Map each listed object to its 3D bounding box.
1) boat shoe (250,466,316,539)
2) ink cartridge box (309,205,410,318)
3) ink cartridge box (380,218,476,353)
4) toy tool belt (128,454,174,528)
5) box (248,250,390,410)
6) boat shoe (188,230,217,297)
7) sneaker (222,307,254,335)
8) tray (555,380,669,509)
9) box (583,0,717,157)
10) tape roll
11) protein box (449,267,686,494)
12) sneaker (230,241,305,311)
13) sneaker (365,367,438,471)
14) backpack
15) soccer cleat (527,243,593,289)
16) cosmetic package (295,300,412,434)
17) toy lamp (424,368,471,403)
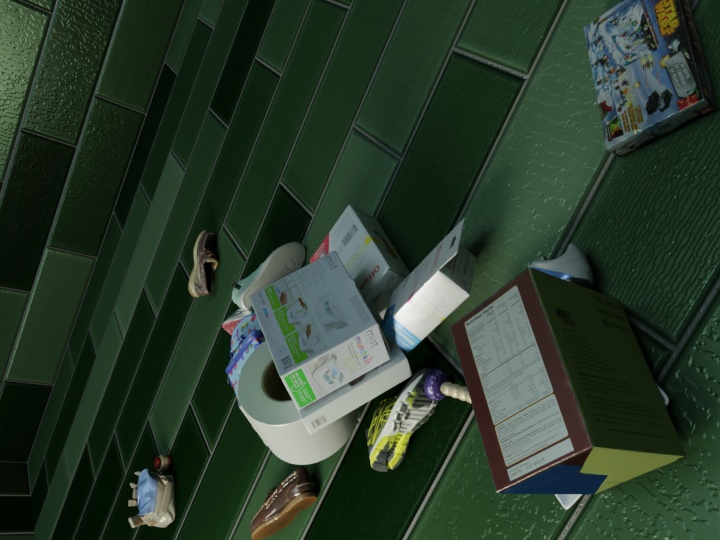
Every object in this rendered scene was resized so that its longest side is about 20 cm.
[{"bbox_3d":[-0.160,0.473,1.337,0.200,0.069,0.071,-44,53,25],"label":"boat shoe"},{"bbox_3d":[0.000,0.000,1.254,0.146,0.082,0.202,-51,42,20],"label":"ink cartridge box"},{"bbox_3d":[0.122,0.025,1.063,0.200,0.067,0.116,-48,10,34],"label":"ink cartridge box"},{"bbox_3d":[-0.579,0.603,1.813,0.125,0.121,0.204,-43,47,35],"label":"toy tool belt"},{"bbox_3d":[-0.071,0.091,1.091,0.173,0.098,0.201,-27,43,-7],"label":"box"},{"bbox_3d":[-0.438,-0.022,1.890,0.070,0.072,0.206,-5,60,20],"label":"boat shoe"},{"bbox_3d":[-0.253,0.102,1.582,0.197,0.080,0.076,-29,39,29],"label":"sneaker"},{"bbox_3d":[0.299,0.198,0.846,0.203,0.022,0.108,-58,39,24],"label":"tray"},{"bbox_3d":[0.380,-0.274,0.879,0.136,0.039,0.206,-26,58,48],"label":"box"},{"bbox_3d":[-0.111,0.230,1.215,0.196,0.141,0.207,-11,46,11],"label":"tape roll"},{"bbox_3d":[0.235,0.136,0.768,0.134,0.195,0.205,-40,49,37],"label":"protein box"},{"bbox_3d":[-0.219,0.005,1.513,0.200,0.074,0.117,-45,23,-19],"label":"sneaker"},{"bbox_3d":[0.060,0.239,1.112,0.203,0.073,0.085,-60,34,16],"label":"sneaker"},{"bbox_3d":[-0.212,0.178,1.420,0.183,0.132,0.204,-45,60,35],"label":"backpack"},{"bbox_3d":[0.247,0.033,0.946,0.198,0.069,0.088,-33,38,41],"label":"soccer cleat"},{"bbox_3d":[-0.031,0.160,1.117,0.196,0.052,0.152,-29,42,-7],"label":"cosmetic package"},{"bbox_3d":[0.178,0.190,0.986,0.198,0.057,0.060,10,86,55],"label":"toy lamp"}]
